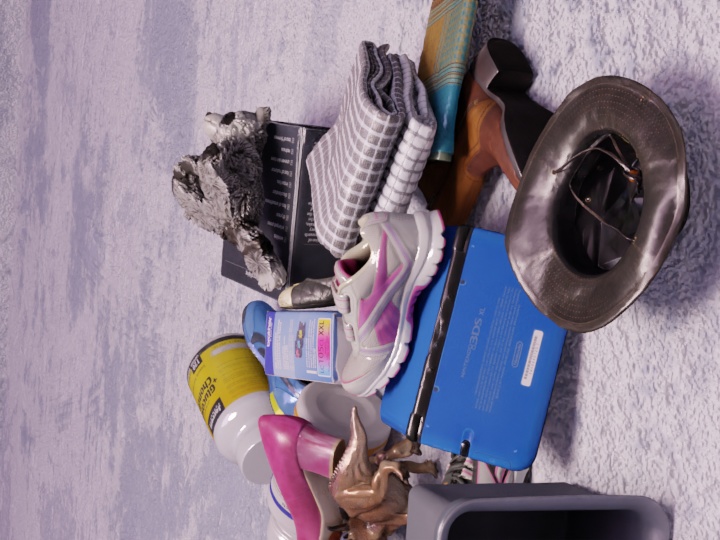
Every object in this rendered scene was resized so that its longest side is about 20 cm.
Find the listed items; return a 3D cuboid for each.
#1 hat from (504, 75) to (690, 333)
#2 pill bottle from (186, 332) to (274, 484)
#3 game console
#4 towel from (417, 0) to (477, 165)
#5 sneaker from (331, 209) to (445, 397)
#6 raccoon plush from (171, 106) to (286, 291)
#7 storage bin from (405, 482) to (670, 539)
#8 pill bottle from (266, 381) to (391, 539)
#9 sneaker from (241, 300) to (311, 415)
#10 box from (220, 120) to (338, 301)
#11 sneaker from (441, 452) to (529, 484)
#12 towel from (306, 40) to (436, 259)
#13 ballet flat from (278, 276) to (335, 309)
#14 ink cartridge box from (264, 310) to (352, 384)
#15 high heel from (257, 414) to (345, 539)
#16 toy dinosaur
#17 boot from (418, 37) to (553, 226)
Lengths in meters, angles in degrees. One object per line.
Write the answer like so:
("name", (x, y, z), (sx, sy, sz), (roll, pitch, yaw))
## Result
("hat", (0.207, -0.049, 0.988), (0.200, 0.080, 0.203), (-13, 74, 53))
("pill bottle", (-0.148, 0.180, 1.601), (0.200, 0.111, 0.113), (54, 134, 49))
("game console", (0.107, 0.066, 1.147), (0.118, 0.169, 0.202), (17, -92, -75))
("towel", (0.082, -0.201, 1.221), (0.147, 0.021, 0.202), (-175, 97, -77))
("sneaker", (0.010, 0.025, 1.171), (0.081, 0.087, 0.202), (-104, 30, -68))
("raccoon plush", (-0.123, -0.086, 1.381), (0.096, 0.134, 0.201), (-15, 107, 45))
("storage bin", (0.131, 0.240, 1.013), (0.134, 0.198, 0.147), (-163, 76, -72))
("pill bottle", (-0.043, 0.234, 1.404), (0.112, 0.111, 0.201), (56, 137, 47))
("sneaker", (-0.091, 0.101, 1.558), (0.079, 0.066, 0.201), (-54, 43, 30))
("box", (-0.069, -0.072, 1.452), (0.200, 0.123, 0.199), (20, 104, 60))
("sneaker", (0.108, 0.200, 1.148), (0.080, 0.086, 0.202), (-41, 53, 51))
("towel", (0.007, -0.124, 1.238), (0.201, 0.085, 0.167), (-99, 25, -59))
("ballet flat", (0.000, 0.000, 1.310), (0.198, 0.066, 0.057), (-19, 87, 21))
("ink cartridge box", (-0.017, 0.082, 1.335), (0.199, 0.135, 0.077), (-5, 82, 61))
("high heel", (-0.069, 0.245, 1.321), (0.095, 0.067, 0.202), (18, 128, 21))
("toy dinosaur", (0.009, 0.234, 1.271), (0.134, 0.201, 0.086), (-19, 37, 21))
("boot", (0.110, -0.089, 1.179), (0.201, 0.068, 0.189), (-60, 40, 43))
